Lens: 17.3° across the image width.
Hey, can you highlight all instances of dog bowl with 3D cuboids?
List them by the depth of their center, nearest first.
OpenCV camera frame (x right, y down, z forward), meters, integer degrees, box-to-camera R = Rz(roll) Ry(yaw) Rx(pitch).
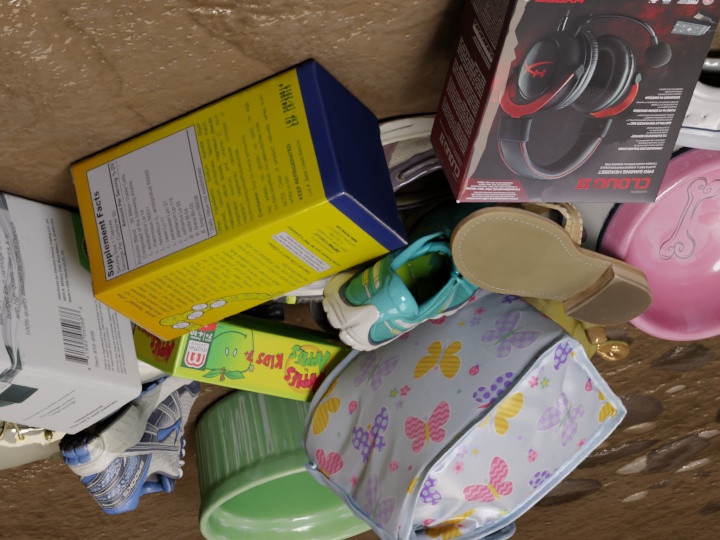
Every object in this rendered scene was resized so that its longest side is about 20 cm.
[{"bbox_3d":[0.254,-0.033,1.797,0.200,0.074,0.200,-11,128,-14],"label":"dog bowl"}]

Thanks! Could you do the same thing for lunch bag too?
[{"bbox_3d":[0.067,0.114,1.773,0.200,0.170,0.127,-42,126,-9],"label":"lunch bag"}]

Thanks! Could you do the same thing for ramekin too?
[{"bbox_3d":[-0.054,0.169,2.120,0.200,0.098,0.200,-11,154,-5],"label":"ramekin"}]

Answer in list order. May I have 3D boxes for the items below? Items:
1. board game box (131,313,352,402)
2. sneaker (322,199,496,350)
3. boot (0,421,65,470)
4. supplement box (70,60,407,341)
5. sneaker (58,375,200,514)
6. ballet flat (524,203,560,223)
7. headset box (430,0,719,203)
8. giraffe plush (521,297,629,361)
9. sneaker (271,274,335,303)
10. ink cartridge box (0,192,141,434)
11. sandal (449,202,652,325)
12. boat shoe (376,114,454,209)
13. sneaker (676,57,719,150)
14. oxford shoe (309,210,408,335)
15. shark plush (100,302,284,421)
[{"bbox_3d":[-0.078,0.065,1.840,0.200,0.048,0.102,13,-176,-34],"label":"board game box"},{"bbox_3d":[0.056,-0.001,1.703,0.080,0.078,0.200,-28,-173,40],"label":"sneaker"},{"bbox_3d":[-0.302,0.119,1.934,0.154,0.072,0.200,-9,159,-7],"label":"boot"},{"bbox_3d":[-0.086,-0.046,1.661,0.200,0.109,0.110,-22,153,18],"label":"supplement box"},{"bbox_3d":[-0.180,0.141,1.941,0.077,0.085,0.200,-20,-169,26],"label":"sneaker"},{"bbox_3d":[0.169,-0.041,1.843,0.200,0.063,0.069,-7,157,-12],"label":"ballet flat"},{"bbox_3d":[0.139,-0.126,1.566,0.148,0.075,0.200,0,131,-18],"label":"headset box"},{"bbox_3d":[0.131,0.061,1.956,0.200,0.173,0.162,-45,158,8],"label":"giraffe plush"},{"bbox_3d":[-0.101,-0.019,1.774,0.200,0.075,0.077,-5,118,-3],"label":"sneaker"},{"bbox_3d":[-0.263,0.023,1.675,0.083,0.147,0.200,-31,148,34],"label":"ink cartridge box"},{"bbox_3d":[0.128,-0.024,1.696,0.078,0.070,0.212,-35,142,28],"label":"sandal"},{"bbox_3d":[0.094,-0.081,1.726,0.200,0.065,0.072,-8,151,-13],"label":"boat shoe"},{"bbox_3d":[0.194,-0.133,1.684,0.200,0.073,0.071,2,122,-23],"label":"sneaker"},{"bbox_3d":[0.000,0.000,1.837,0.058,0.075,0.200,-7,158,-16],"label":"oxford shoe"},{"bbox_3d":[-0.164,0.048,1.905,0.200,0.091,0.083,-27,179,-7],"label":"shark plush"}]
